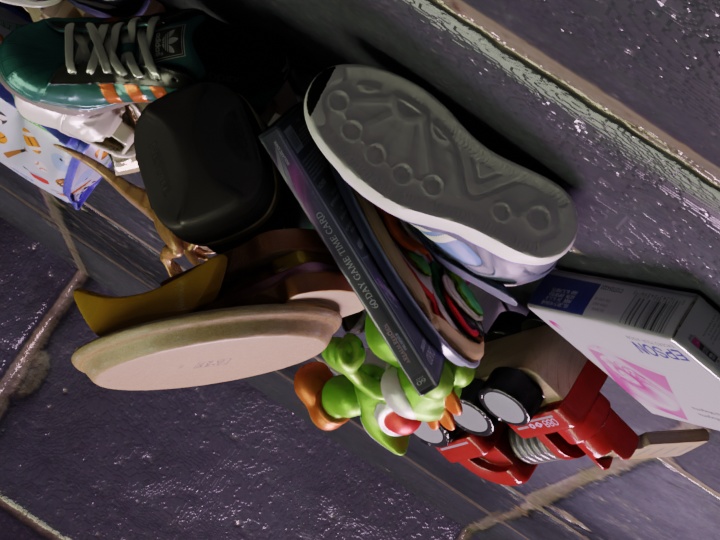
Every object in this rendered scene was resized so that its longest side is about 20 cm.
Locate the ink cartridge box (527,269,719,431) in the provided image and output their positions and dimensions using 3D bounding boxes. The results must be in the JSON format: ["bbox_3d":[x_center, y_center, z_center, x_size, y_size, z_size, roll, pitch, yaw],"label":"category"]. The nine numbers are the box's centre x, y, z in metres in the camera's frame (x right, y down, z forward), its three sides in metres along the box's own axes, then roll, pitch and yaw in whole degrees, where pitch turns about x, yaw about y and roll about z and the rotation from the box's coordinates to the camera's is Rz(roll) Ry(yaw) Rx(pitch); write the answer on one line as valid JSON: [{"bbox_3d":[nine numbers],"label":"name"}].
[{"bbox_3d":[0.239,0.077,1.426,0.200,0.043,0.196,40,168,-22],"label":"ink cartridge box"}]

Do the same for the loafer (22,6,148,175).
[{"bbox_3d":[-0.221,-0.159,1.607,0.200,0.068,0.076,51,170,3],"label":"loafer"}]

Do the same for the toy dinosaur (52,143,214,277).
[{"bbox_3d":[-0.154,-0.043,1.646,0.199,0.060,0.107,26,142,35],"label":"toy dinosaur"}]

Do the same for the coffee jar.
[{"bbox_3d":[-0.083,-0.057,1.386,0.200,0.085,0.105,33,-144,-71],"label":"coffee jar"}]

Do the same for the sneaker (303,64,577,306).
[{"bbox_3d":[0.041,-0.053,1.323,0.199,0.081,0.146,29,167,-6],"label":"sneaker"}]

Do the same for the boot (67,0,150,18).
[{"bbox_3d":[-0.236,-0.231,1.387,0.199,0.073,0.090,30,169,5],"label":"boot"}]

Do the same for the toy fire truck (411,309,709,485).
[{"bbox_3d":[0.164,0.122,1.626,0.200,0.129,0.176,44,149,-15],"label":"toy fire truck"}]

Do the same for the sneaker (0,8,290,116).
[{"bbox_3d":[-0.145,-0.148,1.369,0.198,0.072,0.080,1,163,-17],"label":"sneaker"}]

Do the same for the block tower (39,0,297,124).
[{"bbox_3d":[-0.145,-0.160,1.490,0.199,0.058,0.054,29,170,19],"label":"block tower"}]

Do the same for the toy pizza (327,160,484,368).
[{"bbox_3d":[0.039,-0.023,1.424,0.201,0.032,0.200,56,-168,-18],"label":"toy pizza"}]

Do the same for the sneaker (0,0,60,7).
[{"bbox_3d":[-0.293,-0.264,1.490,0.199,0.075,0.100,34,-171,2],"label":"sneaker"}]

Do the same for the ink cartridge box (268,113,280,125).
[{"bbox_3d":[-0.071,-0.066,1.603,0.144,0.085,0.200,33,171,17],"label":"ink cartridge box"}]

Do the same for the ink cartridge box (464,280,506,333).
[{"bbox_3d":[0.060,-0.004,1.636,0.094,0.037,0.200,31,167,23],"label":"ink cartridge box"}]

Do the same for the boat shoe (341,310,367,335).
[{"bbox_3d":[0.000,-0.001,1.544,0.072,0.066,0.201,60,175,26],"label":"boat shoe"}]

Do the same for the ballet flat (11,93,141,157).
[{"bbox_3d":[-0.194,-0.119,1.478,0.069,0.070,0.200,32,180,9],"label":"ballet flat"}]

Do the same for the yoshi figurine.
[{"bbox_3d":[0.022,0.064,1.540,0.112,0.113,0.200,31,159,-16],"label":"yoshi figurine"}]

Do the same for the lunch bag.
[{"bbox_3d":[-0.295,-0.153,1.819,0.170,0.124,0.200,34,178,1],"label":"lunch bag"}]

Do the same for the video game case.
[{"bbox_3d":[0.000,-0.019,1.371,0.201,0.019,0.143,59,-169,-7],"label":"video game case"}]

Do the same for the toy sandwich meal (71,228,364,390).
[{"bbox_3d":[-0.100,0.027,1.360,0.204,0.071,0.205,-9,168,-2],"label":"toy sandwich meal"}]
